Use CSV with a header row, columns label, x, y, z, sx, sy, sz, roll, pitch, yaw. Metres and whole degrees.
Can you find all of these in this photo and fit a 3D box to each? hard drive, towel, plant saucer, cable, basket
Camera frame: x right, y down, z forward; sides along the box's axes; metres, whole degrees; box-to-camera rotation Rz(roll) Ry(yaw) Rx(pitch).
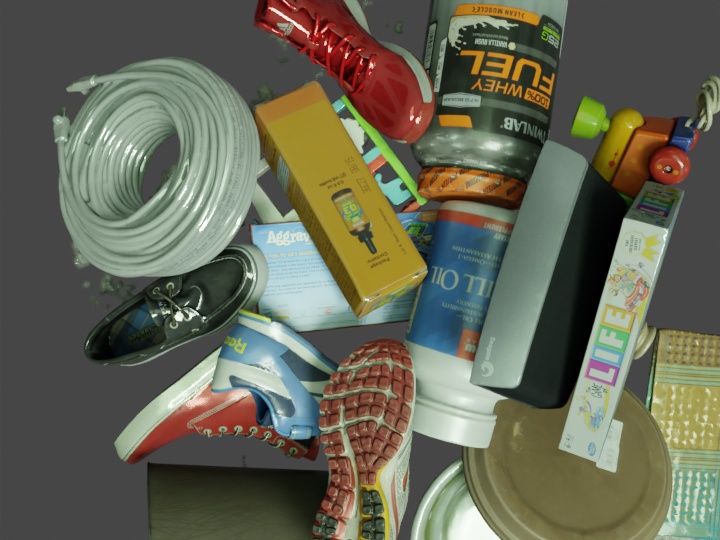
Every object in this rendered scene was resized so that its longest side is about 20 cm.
label,x,y,z,sx,sy,sz,roll,pitch,yaw
hard drive,0.159,0.011,0.725,0.042,0.135,0.201,14,82,38
towel,0.344,0.162,0.868,0.146,0.022,0.201,7,91,-1
plant saucer,0.192,0.171,0.817,0.199,0.030,0.201,3,62,-6
cable,-0.182,-0.089,0.792,0.199,0.069,0.201,-10,74,27
plant saucer,0.145,0.261,0.859,0.199,0.050,0.201,0,91,0
basket,-0.087,0.250,0.812,0.199,0.136,0.181,-4,54,-13

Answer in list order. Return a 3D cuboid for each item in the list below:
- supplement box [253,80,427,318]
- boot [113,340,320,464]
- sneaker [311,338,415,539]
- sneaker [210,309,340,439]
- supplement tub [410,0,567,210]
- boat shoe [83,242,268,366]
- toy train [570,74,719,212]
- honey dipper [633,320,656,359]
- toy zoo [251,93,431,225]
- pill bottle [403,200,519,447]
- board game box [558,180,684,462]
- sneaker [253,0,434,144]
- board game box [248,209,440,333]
label,x,y,z,sx,sy,sz,roll,pitch,yaw
supplement box,-0.021,-0.062,0.785,0.066,0.069,0.201,-26,76,-17
boot,-0.121,0.151,0.849,0.200,0.072,0.144,-37,94,-1
sneaker,0.005,0.156,0.747,0.077,0.082,0.201,9,83,18
sneaker,-0.046,0.117,0.792,0.200,0.074,0.082,37,74,-16
supplement tub,0.111,-0.160,0.792,0.122,0.123,0.201,8,87,0
boat shoe,-0.173,0.035,0.810,0.199,0.066,0.070,-25,84,26
toy train,0.239,-0.125,0.789,0.115,0.085,0.201,24,128,11
honey dipper,0.187,0.018,0.853,0.199,0.038,0.038,31,93,0
toy zoo,-0.022,-0.080,0.857,0.200,0.020,0.131,-38,92,2
pill bottle,0.100,0.047,0.788,0.112,0.112,0.201,14,89,0
board game box,0.216,0.038,0.738,0.034,0.134,0.201,18,113,18
sneaker,-0.028,-0.184,0.768,0.200,0.115,0.079,52,125,33
board game box,0.000,0.000,0.831,0.199,0.019,0.104,-5,96,-12
